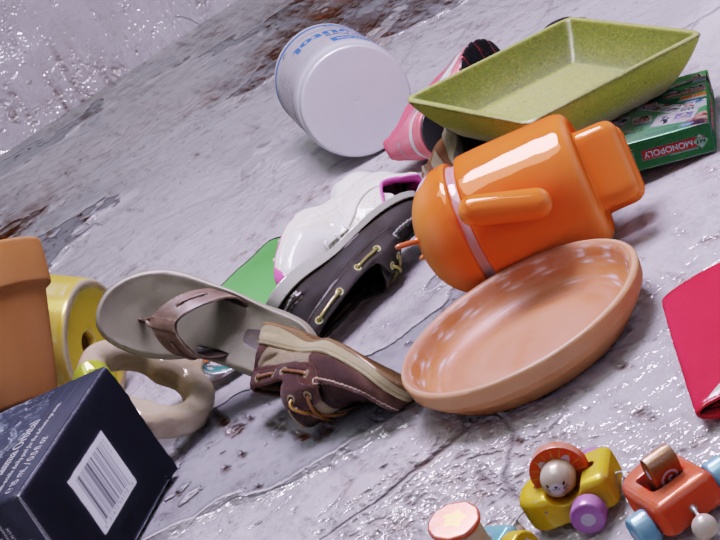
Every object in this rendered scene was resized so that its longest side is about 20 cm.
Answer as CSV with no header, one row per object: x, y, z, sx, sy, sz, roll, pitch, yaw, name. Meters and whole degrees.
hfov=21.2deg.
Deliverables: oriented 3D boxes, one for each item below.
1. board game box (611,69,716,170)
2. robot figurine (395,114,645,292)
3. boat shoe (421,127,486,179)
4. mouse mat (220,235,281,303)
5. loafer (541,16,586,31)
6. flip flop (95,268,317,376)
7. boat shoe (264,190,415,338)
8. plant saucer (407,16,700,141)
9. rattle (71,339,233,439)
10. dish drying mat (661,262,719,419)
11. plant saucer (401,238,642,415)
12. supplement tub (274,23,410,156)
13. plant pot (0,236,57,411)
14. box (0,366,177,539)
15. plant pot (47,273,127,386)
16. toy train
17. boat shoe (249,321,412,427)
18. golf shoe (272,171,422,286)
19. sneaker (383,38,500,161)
0.211,-0.117,1.684,0.199,0.029,0.135,-14,22,16,board game box
0.127,-0.053,1.556,0.199,0.117,0.144,-24,32,14,robot figurine
0.094,-0.063,1.739,0.074,0.076,0.200,-49,18,20,boat shoe
-0.099,0.013,1.944,0.161,0.008,0.200,-12,27,47,mouse mat
0.210,-0.187,1.886,0.071,0.073,0.200,-14,32,29,loafer
-0.133,0.050,1.651,0.058,0.199,0.081,23,-96,-79,flip flop
0.000,0.000,1.734,0.201,0.061,0.072,-39,-20,-33,boat shoe
0.175,-0.161,1.712,0.199,0.048,0.200,-28,23,-23,plant saucer
-0.183,0.129,1.732,0.130,0.144,0.200,13,19,20,rattle
0.246,0.040,1.284,0.077,0.018,0.200,-28,18,12,dish drying mat
0.124,0.047,1.435,0.200,0.038,0.200,-28,19,10,plant saucer
-0.023,-0.210,2.213,0.132,0.132,0.200,-32,17,-3,supplement tub
-0.355,0.070,1.705,0.199,0.141,0.200,-22,-4,-2,plant pot
-0.284,0.203,1.560,0.199,0.118,0.197,-24,19,25,box
-0.339,0.080,1.881,0.188,0.201,0.201,-7,26,22,plant pot
0.116,0.149,1.142,0.200,0.056,0.150,-32,17,-4,toy train
-0.029,0.094,1.536,0.200,0.072,0.072,16,80,53,boat shoe
-0.009,-0.039,1.831,0.091,0.075,0.200,-11,28,41,golf shoe
0.087,-0.182,2.051,0.087,0.074,0.200,-16,24,44,sneaker
